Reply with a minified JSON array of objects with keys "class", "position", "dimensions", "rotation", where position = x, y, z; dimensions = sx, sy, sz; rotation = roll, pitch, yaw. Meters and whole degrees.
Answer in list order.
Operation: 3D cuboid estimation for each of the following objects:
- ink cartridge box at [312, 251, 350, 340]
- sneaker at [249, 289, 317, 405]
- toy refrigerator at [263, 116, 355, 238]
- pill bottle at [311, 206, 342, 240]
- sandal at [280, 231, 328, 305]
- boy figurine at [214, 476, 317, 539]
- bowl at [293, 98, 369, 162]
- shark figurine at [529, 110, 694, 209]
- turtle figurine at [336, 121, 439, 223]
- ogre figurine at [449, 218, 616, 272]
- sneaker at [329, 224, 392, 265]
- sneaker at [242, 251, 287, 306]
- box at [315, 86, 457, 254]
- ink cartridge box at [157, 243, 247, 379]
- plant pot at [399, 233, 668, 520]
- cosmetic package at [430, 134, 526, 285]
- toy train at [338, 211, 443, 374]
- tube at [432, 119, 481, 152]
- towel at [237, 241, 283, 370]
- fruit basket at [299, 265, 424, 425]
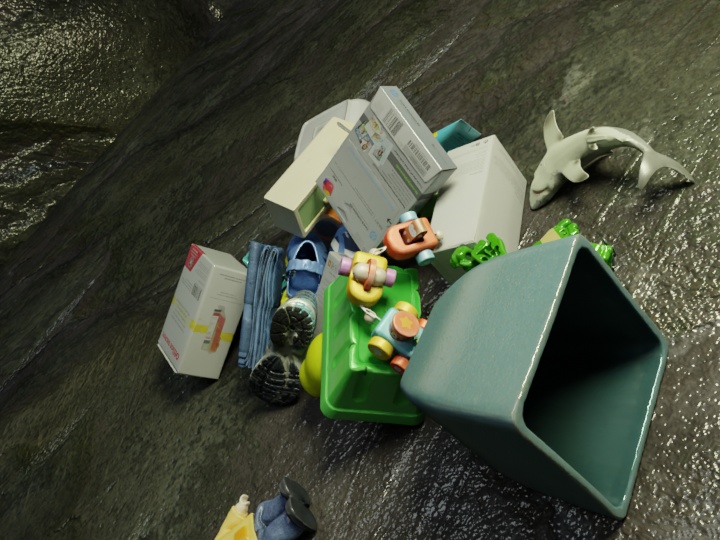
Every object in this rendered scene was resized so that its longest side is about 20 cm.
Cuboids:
[{"class":"ink cartridge box","position":[-0.043,0.080,1.012],"dimensions":[0.095,0.037,0.201],"rotation":[39,114,56]},{"class":"sneaker","position":[-0.104,0.117,1.014],"dimensions":[0.086,0.077,0.200],"rotation":[-63,-1,-60]},{"class":"toy refrigerator","position":[-0.067,-0.156,1.124],"dimensions":[0.070,0.076,0.200],"rotation":[24,63,24]},{"class":"pill bottle","position":[-0.039,-0.151,1.229],"dimensions":[0.106,0.106,0.201],"rotation":[-16,44,36]},{"class":"sandal","position":[-0.086,-0.014,1.108],"dimensions":[0.079,0.087,0.200],"rotation":[4,33,-7]},{"class":"boy figurine","position":[-0.152,0.347,0.865],"dimensions":[0.200,0.064,0.124],"rotation":[-35,38,8]},{"class":"bowl","position":[-0.058,-0.269,1.403],"dimensions":[0.199,0.075,0.200],"rotation":[-20,42,30]},{"class":"shark figurine","position":[0.322,-0.154,0.890],"dimensions":[0.214,0.089,0.129],"rotation":[-4,84,54]},{"class":"turtle figurine","position":[0.056,-0.115,1.062],"dimensions":[0.144,0.199,0.194],"rotation":[-67,32,25]},{"class":"ogre figurine","position":[0.209,0.012,0.788],"dimensions":[0.199,0.120,0.098],"rotation":[-18,39,32]},{"class":"sneaker","position":[0.000,0.000,1.064],"dimensions":[0.082,0.074,0.200],"rotation":[-47,36,23]},{"class":"sneaker","position":[-0.151,0.017,1.183],"dimensions":[0.078,0.091,0.200],"rotation":[-50,35,-10]},{"class":"box","position":[0.030,-0.138,0.980],"dimensions":[0.156,0.041,0.200],"rotation":[56,132,18]},{"class":"ink cartridge box","position":[-0.278,0.072,1.206],"dimensions":[0.145,0.083,0.201],"rotation":[32,102,56]},{"class":"plant pot","position":[0.158,0.106,0.690],"dimensions":[0.200,0.196,0.196],"rotation":[-7,49,50]},{"class":"cosmetic package","position":[0.165,-0.076,0.939],"dimensions":[0.085,0.108,0.201],"rotation":[-14,44,38]},{"class":"toy train","position":[0.059,0.018,0.797],"dimensions":[0.150,0.056,0.201],"rotation":[-11,68,-18]},{"class":"tube","position":[0.107,-0.197,1.165],"dimensions":[0.200,0.077,0.051],"rotation":[-26,72,29]},{"class":"towel","position":[-0.155,0.056,1.085],"dimensions":[0.112,0.048,0.201],"rotation":[-1,-84,-87]},{"class":"fruit basket","position":[0.003,0.112,0.897],"dimensions":[0.216,0.155,0.217],"rotation":[-174,90,-81]}]
